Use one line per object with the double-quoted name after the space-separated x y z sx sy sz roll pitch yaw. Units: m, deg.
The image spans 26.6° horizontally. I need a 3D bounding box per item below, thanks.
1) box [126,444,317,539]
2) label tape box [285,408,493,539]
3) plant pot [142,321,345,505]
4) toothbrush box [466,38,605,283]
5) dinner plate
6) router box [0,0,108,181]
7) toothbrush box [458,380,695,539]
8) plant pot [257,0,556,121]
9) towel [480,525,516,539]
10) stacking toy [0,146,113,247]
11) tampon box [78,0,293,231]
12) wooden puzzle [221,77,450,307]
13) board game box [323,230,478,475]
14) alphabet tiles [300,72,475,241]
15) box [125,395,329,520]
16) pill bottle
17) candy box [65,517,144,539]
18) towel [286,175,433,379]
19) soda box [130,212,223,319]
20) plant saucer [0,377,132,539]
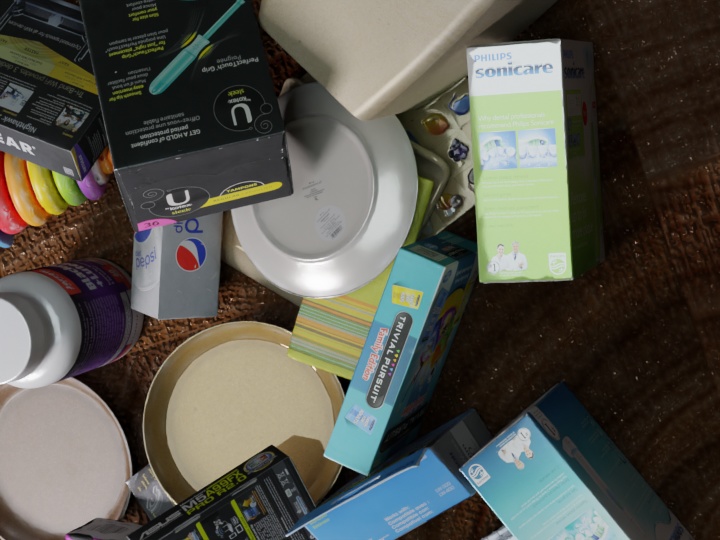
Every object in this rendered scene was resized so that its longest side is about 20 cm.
-0.097 0.285 1.395 0.160 0.044 0.200 -32 110 -15 "box"
0.036 0.202 1.369 0.143 0.200 0.066 -33 88 20 "label tape box"
-0.107 0.148 1.453 0.200 0.027 0.200 0 88 8 "plant pot"
0.154 -0.096 1.321 0.086 0.146 0.200 -3 95 20 "toothbrush box"
-0.041 -0.074 1.392 0.200 0.024 0.200 0 89 29 "dinner plate"
-0.317 -0.189 1.476 0.200 0.052 0.157 22 62 16 "router box"
0.197 0.211 1.344 0.085 0.146 0.200 -43 83 19 "toothbrush box"
0.031 -0.244 1.327 0.200 0.200 0.177 45 117 11 "plant pot"
0.132 0.340 1.393 0.200 0.086 0.166 -35 104 19 "towel"
-0.291 -0.102 1.508 0.200 0.110 0.116 -12 75 8 "stacking toy"
-0.155 -0.161 1.351 0.150 0.126 0.200 -13 67 -5 "tampon box"
-0.036 -0.056 1.439 0.185 0.046 0.200 30 108 14 "wooden puzzle"
0.044 0.071 1.377 0.047 0.151 0.200 23 104 15 "board game box"
0.037 -0.130 1.432 0.166 0.006 0.200 -38 84 19 "alphabet tiles"
-0.114 0.243 1.506 0.158 0.050 0.200 -38 83 20 "box"
-0.300 0.052 1.467 0.111 0.200 0.111 2 97 18 "pill bottle"
-0.188 0.326 1.487 0.200 0.061 0.136 4 101 23 "candy box"
0.000 0.000 1.403 0.086 0.018 0.200 19 99 12 "towel"
-0.175 -0.056 1.470 0.063 0.068 0.200 16 105 55 "soda box"
-0.320 0.199 1.582 0.200 0.032 0.200 2 97 19 "plant saucer"
